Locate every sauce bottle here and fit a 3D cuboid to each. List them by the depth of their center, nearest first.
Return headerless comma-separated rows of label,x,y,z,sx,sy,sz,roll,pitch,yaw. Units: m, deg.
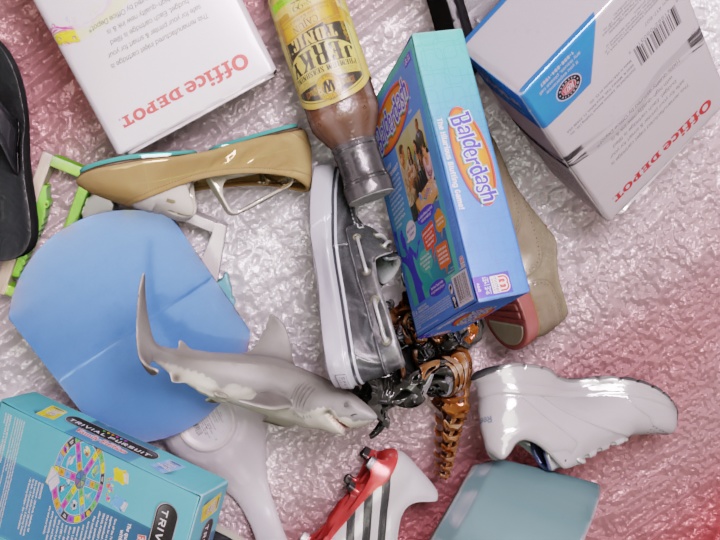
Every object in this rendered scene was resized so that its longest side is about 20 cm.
sauce bottle,-0.021,-0.154,0.761,0.064,0.065,0.202,-20,85,0

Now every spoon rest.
spoon rest,-0.117,0.176,0.846,0.098,0.061,0.202,-24,87,0

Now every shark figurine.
shark figurine,-0.098,0.071,0.771,0.213,0.128,0.091,23,72,-20

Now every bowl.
bowl,0.113,0.247,0.813,0.104,0.201,0.202,30,97,11

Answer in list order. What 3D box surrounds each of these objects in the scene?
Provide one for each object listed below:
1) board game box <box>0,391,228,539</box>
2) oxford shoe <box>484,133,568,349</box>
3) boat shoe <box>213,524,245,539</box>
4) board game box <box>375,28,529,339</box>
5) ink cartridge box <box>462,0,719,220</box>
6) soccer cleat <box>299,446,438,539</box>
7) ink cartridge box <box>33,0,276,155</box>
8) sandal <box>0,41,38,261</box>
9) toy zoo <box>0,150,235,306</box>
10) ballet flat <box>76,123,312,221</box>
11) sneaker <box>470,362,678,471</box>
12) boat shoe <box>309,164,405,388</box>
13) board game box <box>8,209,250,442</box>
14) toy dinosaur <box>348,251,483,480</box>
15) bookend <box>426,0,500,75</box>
board game box,-0.219,0.208,0.763,0.198,0.047,0.153,20,99,18
oxford shoe,0.128,-0.037,0.824,0.074,0.070,0.203,-19,97,-31
boat shoe,-0.167,0.252,0.809,0.198,0.068,0.073,17,114,15
board game box,0.061,-0.060,0.729,0.044,0.152,0.203,-10,80,-15
ink cartridge box,0.190,-0.154,0.737,0.146,0.084,0.200,-46,140,4
soccer cleat,-0.009,0.255,0.855,0.085,0.069,0.201,35,92,-8
ink cartridge box,-0.173,-0.215,0.753,0.144,0.084,0.202,-27,101,2
sandal,-0.311,-0.108,0.770,0.074,0.048,0.203,-12,93,10
toy zoo,-0.203,-0.006,0.819,0.198,0.020,0.133,23,98,-7
ballet flat,-0.126,-0.073,0.761,0.198,0.069,0.064,-15,90,-22
sneaker,0.188,0.134,0.823,0.197,0.075,0.088,7,74,-14
boat shoe,0.000,0.000,0.774,0.070,0.072,0.202,-10,65,5
board game box,-0.192,0.044,0.800,0.157,0.039,0.201,-34,106,-2
toy dinosaur,0.054,0.083,0.820,0.134,0.102,0.202,-15,79,-18
bookend,0.142,-0.282,0.758,0.196,0.092,0.202,-17,101,-1
